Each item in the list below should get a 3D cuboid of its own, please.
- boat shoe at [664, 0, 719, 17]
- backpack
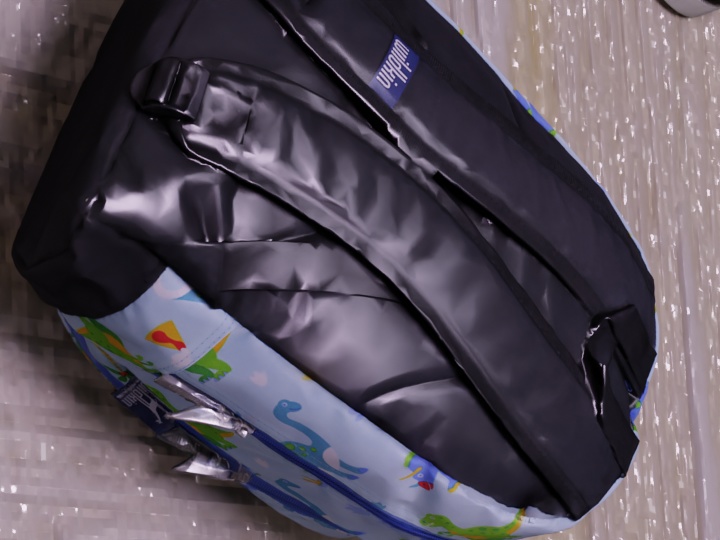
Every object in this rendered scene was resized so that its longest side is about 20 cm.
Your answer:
[{"bbox_3d":[0.152,-0.200,1.104,0.072,0.060,0.202,20,65,-44],"label":"boat shoe"},{"bbox_3d":[0.000,0.000,0.834,0.200,0.154,0.163,30,54,-14],"label":"backpack"}]
